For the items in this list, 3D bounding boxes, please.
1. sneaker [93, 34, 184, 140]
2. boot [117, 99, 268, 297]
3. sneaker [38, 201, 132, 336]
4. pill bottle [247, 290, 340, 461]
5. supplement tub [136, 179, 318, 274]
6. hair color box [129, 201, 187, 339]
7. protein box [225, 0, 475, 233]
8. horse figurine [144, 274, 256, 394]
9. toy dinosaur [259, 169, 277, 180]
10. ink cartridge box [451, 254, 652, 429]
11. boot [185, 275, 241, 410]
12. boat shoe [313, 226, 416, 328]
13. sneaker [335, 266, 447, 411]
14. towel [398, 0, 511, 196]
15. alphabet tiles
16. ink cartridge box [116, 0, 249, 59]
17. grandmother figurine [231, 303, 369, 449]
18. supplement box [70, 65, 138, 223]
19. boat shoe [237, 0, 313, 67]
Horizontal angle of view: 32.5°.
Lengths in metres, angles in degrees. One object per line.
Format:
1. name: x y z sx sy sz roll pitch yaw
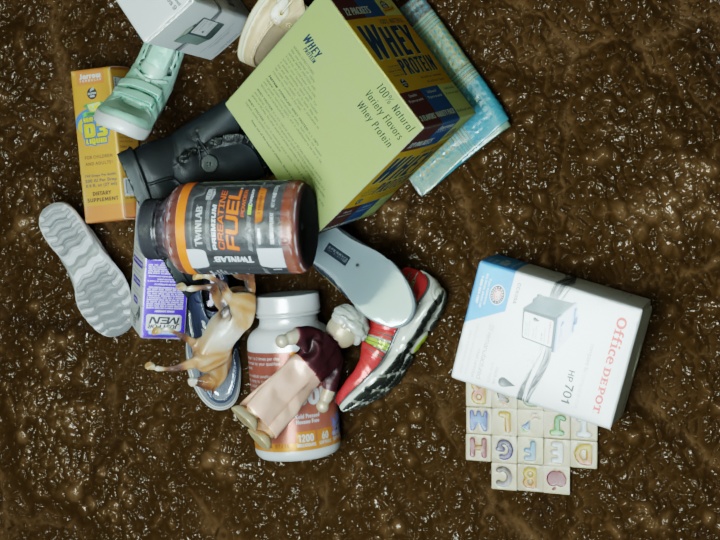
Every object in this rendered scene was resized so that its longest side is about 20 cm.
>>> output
1. sneaker: -0.273 -0.238 1.544 0.073 0.201 0.120 22 109 -6
2. boot: -0.185 -0.089 1.515 0.166 0.076 0.203 -24 98 -7
3. sneaker: -0.361 -0.008 1.674 0.074 0.082 0.202 -23 105 0
4. pill bottle: -0.085 0.130 1.557 0.110 0.112 0.204 -3 95 20
5. supplement tub: -0.153 -0.048 1.415 0.196 0.107 0.109 -1 95 13
6. hair color box: -0.258 -0.021 1.604 0.064 0.109 0.204 4 98 -19
7. protein box: -0.013 -0.191 1.465 0.200 0.134 0.200 -42 79 33
8. horse figurine: -0.181 0.064 1.515 0.050 0.131 0.202 42 108 47
9. toy dinosaur: -0.134 -0.120 1.590 0.105 0.060 0.203 22 93 33
10. ink cartridge box: 0.223 0.080 1.448 0.197 0.086 0.149 17 100 20
11. boot: -0.192 0.083 1.593 0.072 0.090 0.204 -11 91 -13
12. boat shoe: 0.000 0.000 1.518 0.200 0.091 0.071 41 93 20
13. sneaker: 0.027 0.085 1.541 0.085 0.077 0.201 39 96 23
14. towel: 0.076 -0.215 1.515 0.146 0.022 0.201 -37 81 19
15. alphabet tiles: 0.208 0.170 1.509 0.164 0.006 0.204 1 95 20
16. ink cartridge box: -0.232 -0.349 1.516 0.084 0.200 0.147 -37 83 15
17. grandmother figurine: -0.065 0.115 1.478 0.200 0.122 0.060 -44 45 -18
18. supplement box: -0.336 -0.167 1.647 0.065 0.069 0.204 -5 92 18
19. boat shoe: -0.076 -0.326 1.531 0.069 0.073 0.201 43 107 17
